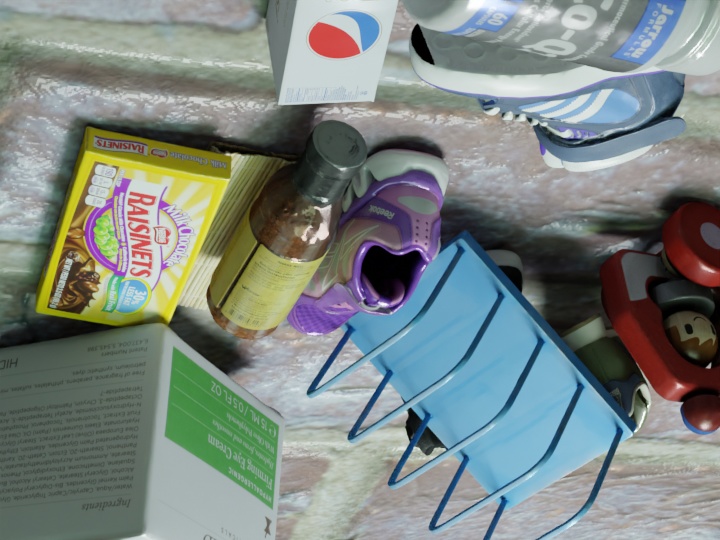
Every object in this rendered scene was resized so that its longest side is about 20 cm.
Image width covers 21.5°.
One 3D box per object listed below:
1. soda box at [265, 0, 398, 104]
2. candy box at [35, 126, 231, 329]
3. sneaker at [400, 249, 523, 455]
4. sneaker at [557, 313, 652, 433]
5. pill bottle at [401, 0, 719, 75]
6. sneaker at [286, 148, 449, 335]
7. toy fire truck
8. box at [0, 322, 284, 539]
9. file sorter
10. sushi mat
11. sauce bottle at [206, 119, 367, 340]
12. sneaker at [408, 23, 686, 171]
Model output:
[{"bbox_3d":[-0.012,-0.184,1.104,0.063,0.069,0.201,-3,148,-12],"label":"soda box"},{"bbox_3d":[-0.163,-0.024,1.337,0.101,0.027,0.200,8,144,-15],"label":"candy box"},{"bbox_3d":[0.090,0.078,1.506,0.072,0.113,0.200,0,148,-21],"label":"sneaker"},{"bbox_3d":[0.195,0.094,1.523,0.067,0.090,0.200,-28,168,7],"label":"sneaker"},{"bbox_3d":[0.131,-0.179,1.111,0.199,0.115,0.114,9,143,-28],"label":"pill bottle"},{"bbox_3d":[0.000,0.000,1.377,0.080,0.089,0.200,9,144,-27],"label":"sneaker"},{"bbox_3d":[0.283,0.051,1.469,0.199,0.169,0.112,9,143,-29],"label":"toy fire truck"},{"bbox_3d":[-0.191,0.166,1.469,0.198,0.173,0.199,-9,151,25],"label":"box"},{"bbox_3d":[0.078,0.105,1.400,0.138,0.123,0.200,-36,100,34],"label":"file sorter"},{"bbox_3d":[-0.098,-0.026,1.379,0.095,0.012,0.200,5,145,-25],"label":"sushi mat"},{"bbox_3d":[-0.049,-0.027,1.318,0.065,0.066,0.200,6,146,-25],"label":"sauce bottle"},{"bbox_3d":[0.119,-0.109,1.249,0.198,0.081,0.147,-8,144,-15],"label":"sneaker"}]
